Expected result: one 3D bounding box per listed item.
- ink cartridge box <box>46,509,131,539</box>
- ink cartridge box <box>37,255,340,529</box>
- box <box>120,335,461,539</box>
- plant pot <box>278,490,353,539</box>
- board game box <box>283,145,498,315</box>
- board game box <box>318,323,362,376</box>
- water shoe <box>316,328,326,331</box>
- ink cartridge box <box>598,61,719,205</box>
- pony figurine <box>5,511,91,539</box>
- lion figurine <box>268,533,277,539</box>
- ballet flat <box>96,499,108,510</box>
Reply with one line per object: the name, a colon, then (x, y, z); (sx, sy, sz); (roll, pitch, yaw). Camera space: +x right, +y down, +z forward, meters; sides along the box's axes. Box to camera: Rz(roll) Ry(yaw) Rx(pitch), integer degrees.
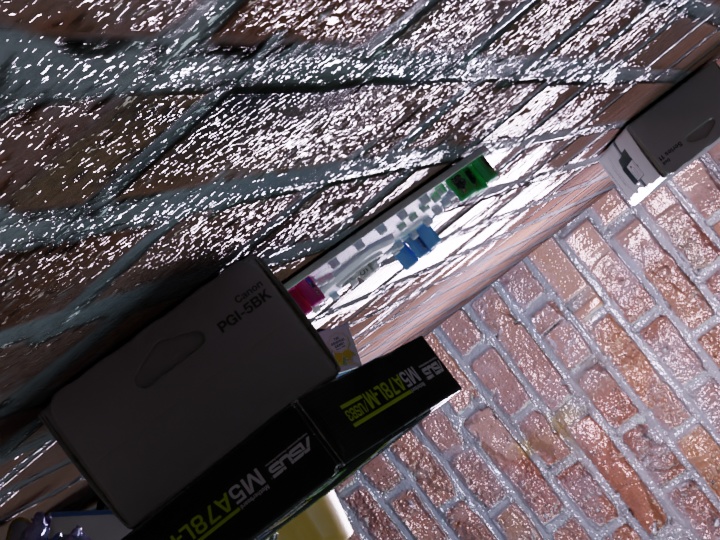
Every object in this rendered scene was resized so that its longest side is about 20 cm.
ink cartridge box: (-0.232, 0.280, 1.334); (0.144, 0.084, 0.200); (1, 156, -24)
ink cartridge box: (-0.095, 0.080, 0.862); (0.147, 0.083, 0.200); (-37, 174, -8)
box: (-0.056, 0.122, 0.789); (0.200, 0.048, 0.193); (-40, 170, 19)
plant pot: (-0.114, 0.261, 1.663); (0.201, 0.189, 0.201); (-37, 175, -4)
board game box: (0.000, 0.000, 1.094); (0.200, 0.026, 0.200); (-35, 174, -19)
board game box: (-0.085, 0.097, 1.109); (0.134, 0.034, 0.200); (-17, 168, -17)
water shoe: (-0.089, 0.139, 1.387); (0.200, 0.079, 0.071); (-39, 174, 19)
ink cartridge box: (0.396, -0.170, 1.856); (0.147, 0.083, 0.200); (-37, 175, -5)
pony figurine: (-0.266, 0.258, 1.039); (0.193, 0.167, 0.200); (-32, -167, 30)
lion figurine: (-0.159, 0.230, 1.440); (0.072, 0.122, 0.200); (-45, 138, -20)
ballet flat: (-0.223, 0.233, 1.470); (0.057, 0.066, 0.200); (-58, -179, -5)
